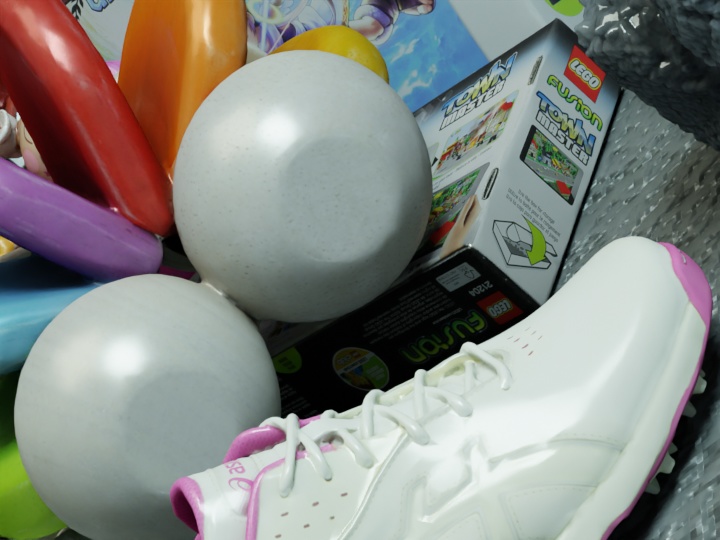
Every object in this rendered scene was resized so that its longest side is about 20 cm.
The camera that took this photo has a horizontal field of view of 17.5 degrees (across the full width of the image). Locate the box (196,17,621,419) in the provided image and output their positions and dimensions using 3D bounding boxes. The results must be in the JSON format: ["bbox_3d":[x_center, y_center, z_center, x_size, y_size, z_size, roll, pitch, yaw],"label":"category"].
[{"bbox_3d":[0.000,0.000,0.812,0.199,0.035,0.111,-30,27,45],"label":"box"}]

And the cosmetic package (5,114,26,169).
[{"bbox_3d":[-0.110,-0.096,1.087,0.151,0.051,0.200,-56,-8,-7],"label":"cosmetic package"}]

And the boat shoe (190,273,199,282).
[{"bbox_3d":[-0.064,-0.072,1.038,0.201,0.068,0.072,-53,19,-11],"label":"boat shoe"}]

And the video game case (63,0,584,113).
[{"bbox_3d":[-0.031,-0.117,0.877,0.200,0.182,0.045,-33,0,40],"label":"video game case"}]

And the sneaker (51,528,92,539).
[{"bbox_3d":[-0.115,0.148,0.699,0.079,0.075,0.200,-8,22,5],"label":"sneaker"}]

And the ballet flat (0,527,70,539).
[{"bbox_3d":[-0.145,0.128,0.877,0.200,0.068,0.072,-48,38,-6],"label":"ballet flat"}]

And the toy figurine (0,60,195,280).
[{"bbox_3d":[-0.147,-0.035,0.903,0.150,0.182,0.202,65,-150,-73],"label":"toy figurine"}]

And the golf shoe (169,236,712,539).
[{"bbox_3d":[0.009,0.060,0.596,0.200,0.091,0.075,-50,17,-5],"label":"golf shoe"}]

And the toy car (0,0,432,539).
[{"bbox_3d":[-0.085,-0.017,0.748,0.201,0.150,0.175,-55,22,-6],"label":"toy car"}]

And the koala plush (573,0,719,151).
[{"bbox_3d":[0.098,-0.124,0.570,0.177,0.200,0.184,-44,20,15],"label":"koala plush"}]
